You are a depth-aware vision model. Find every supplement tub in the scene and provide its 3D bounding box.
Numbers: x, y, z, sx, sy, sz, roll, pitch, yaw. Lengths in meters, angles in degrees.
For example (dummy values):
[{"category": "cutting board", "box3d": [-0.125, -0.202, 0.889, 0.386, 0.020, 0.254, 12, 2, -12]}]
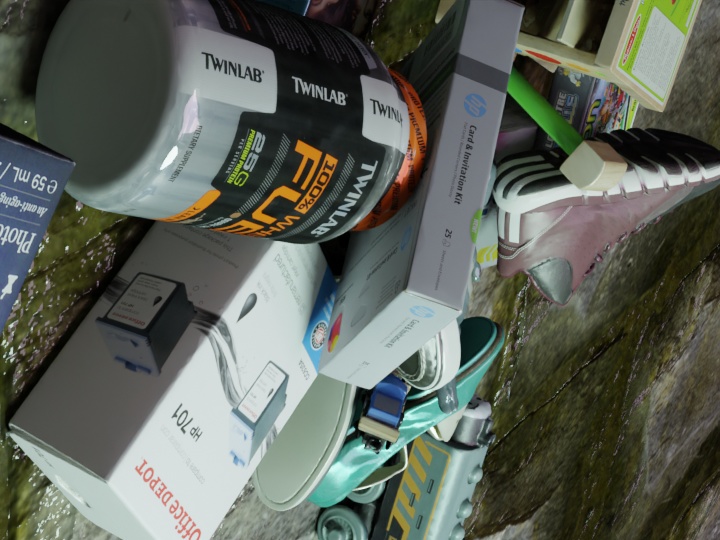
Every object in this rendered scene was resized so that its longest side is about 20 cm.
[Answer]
[{"category": "supplement tub", "box3d": [-0.062, -0.081, 0.907, 0.199, 0.122, 0.124, 9, 105, -47]}]

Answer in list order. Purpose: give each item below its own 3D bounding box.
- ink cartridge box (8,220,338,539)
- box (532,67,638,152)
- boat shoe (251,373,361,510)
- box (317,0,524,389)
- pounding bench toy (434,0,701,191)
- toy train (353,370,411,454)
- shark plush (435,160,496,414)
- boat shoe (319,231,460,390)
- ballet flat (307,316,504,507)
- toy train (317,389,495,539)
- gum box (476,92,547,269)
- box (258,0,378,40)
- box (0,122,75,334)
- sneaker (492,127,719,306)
[{"category": "ink cartridge box", "box3d": [-0.103, 0.060, 1.040, 0.201, 0.085, 0.147, -57, 153, -19]}, {"category": "box", "box3d": [0.175, -0.110, 1.320, 0.110, 0.034, 0.202, -12, 120, -59]}, {"category": "boat shoe", "box3d": [-0.019, 0.078, 1.226, 0.062, 0.072, 0.202, 16, 93, -60]}, {"category": "box", "box3d": [0.035, -0.047, 1.022, 0.156, 0.041, 0.202, 134, -27, -62]}, {"category": "pounding bench toy", "box3d": [0.133, -0.169, 1.193, 0.124, 0.155, 0.202, 16, 94, -63]}, {"category": "toy train", "box3d": [0.029, 0.057, 1.250, 0.201, 0.034, 0.046, -74, -172, -51]}, {"category": "shark plush", "box3d": [0.038, 0.001, 1.211, 0.083, 0.090, 0.202, -35, 131, -57]}, {"category": "boat shoe", "box3d": [0.000, 0.000, 1.134, 0.064, 0.070, 0.202, -39, 109, -40]}, {"category": "ballet flat", "box3d": [0.030, 0.111, 1.289, 0.199, 0.067, 0.071, -33, 123, -7]}, {"category": "toy train", "box3d": [0.041, 0.173, 1.370, 0.085, 0.113, 0.202, -11, 122, -59]}, {"category": "gum box", "box3d": [0.102, -0.071, 1.329, 0.199, 0.066, 0.115, -17, 126, -57]}, {"category": "box", "box3d": [-0.004, -0.233, 1.013, 0.082, 0.049, 0.202, 4, 108, -62]}, {"category": "box", "box3d": [-0.246, 0.007, 0.687, 0.200, 0.122, 0.200, 18, 98, -63]}, {"category": "sneaker", "box3d": [0.179, -0.036, 1.270, 0.198, 0.076, 0.117, -8, 121, -23]}]
